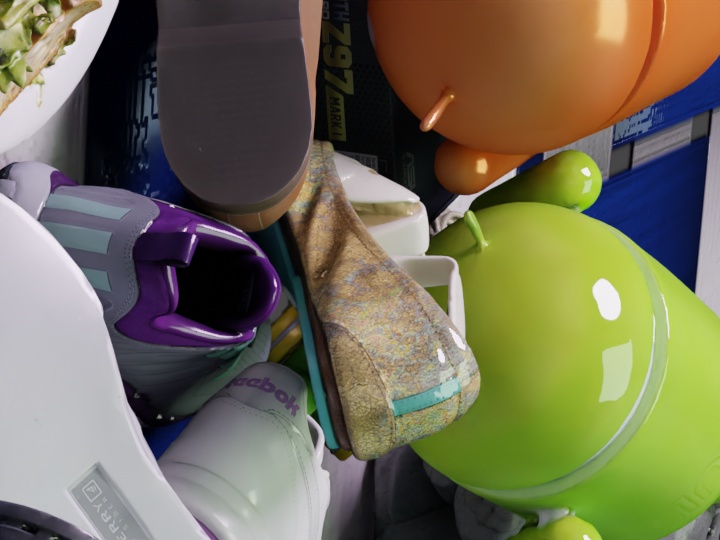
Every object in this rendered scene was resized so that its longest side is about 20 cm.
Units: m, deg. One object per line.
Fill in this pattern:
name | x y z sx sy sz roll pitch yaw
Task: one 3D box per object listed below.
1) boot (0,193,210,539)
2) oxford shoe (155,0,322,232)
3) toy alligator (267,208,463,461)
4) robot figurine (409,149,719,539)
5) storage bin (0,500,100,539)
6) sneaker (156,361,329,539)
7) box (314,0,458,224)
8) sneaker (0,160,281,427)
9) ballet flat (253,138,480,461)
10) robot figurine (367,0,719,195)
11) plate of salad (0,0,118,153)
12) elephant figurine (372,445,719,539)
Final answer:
boot | -0.109 0.065 0.936 0.073 0.095 0.200 -34 102 -27
oxford shoe | -0.043 -0.110 1.022 0.071 0.071 0.201 83 11 -75
toy alligator | -0.006 0.032 1.191 0.054 0.059 0.200 -44 -178 33
robot figurine | 0.083 0.043 1.151 0.200 0.115 0.176 32 56 -57
storage bin | -0.120 0.145 0.846 0.200 0.135 0.094 64 41 -54
sneaker | -0.037 0.112 1.073 0.200 0.075 0.100 91 25 -55
box | 0.022 -0.128 1.189 0.158 0.051 0.201 -45 139 -55
sneaker | -0.058 0.018 1.009 0.200 0.087 0.075 29 72 -66
ballet flat | 0.000 0.000 1.042 0.200 0.070 0.071 -113 -164 -59
robot figurine | 0.076 -0.111 1.112 0.117 0.144 0.200 63 31 -1
plate of salad | -0.103 -0.132 0.895 0.200 0.048 0.201 10 90 -67
elephant figurine | 0.107 0.128 1.321 0.200 0.155 0.142 4 75 -39
